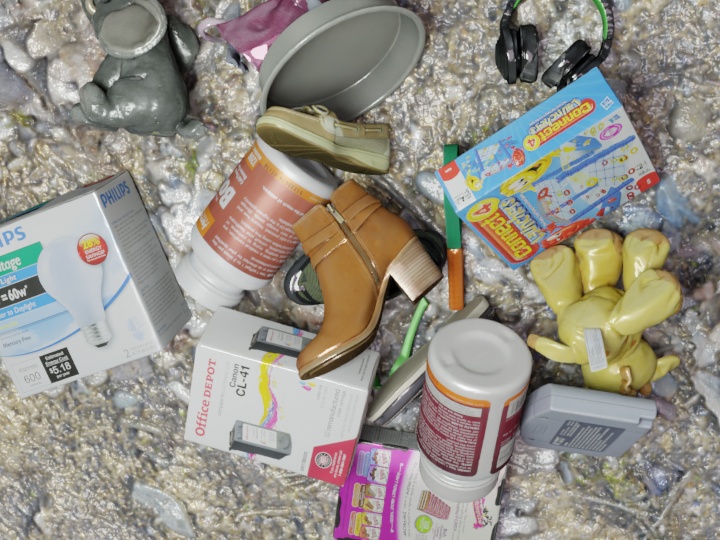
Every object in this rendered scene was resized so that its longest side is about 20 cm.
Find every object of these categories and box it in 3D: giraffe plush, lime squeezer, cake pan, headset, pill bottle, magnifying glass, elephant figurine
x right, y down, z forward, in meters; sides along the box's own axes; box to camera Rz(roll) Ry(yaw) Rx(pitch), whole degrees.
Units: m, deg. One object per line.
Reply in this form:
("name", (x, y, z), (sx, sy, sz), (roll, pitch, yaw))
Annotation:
("giraffe plush", (0.286, 0.073, 1.225), (0.172, 0.201, 0.162), (-2, 142, 27))
("lime squeezer", (0.015, 0.118, 1.324), (0.200, 0.038, 0.071), (-35, 98, 14))
("cake pan", (-0.024, -0.224, 1.172), (0.200, 0.200, 0.037), (-35, 68, 14))
("headset", (0.203, -0.226, 1.183), (0.123, 0.094, 0.201), (18, 97, 2))
("pill bottle", (-0.125, -0.052, 1.256), (0.112, 0.112, 0.200), (38, 105, -4))
("magnifying glass", (0.108, -0.048, 1.258), (0.022, 0.080, 0.201), (-2, 114, 9))
("pill bottle", (0.122, 0.161, 1.218), (0.113, 0.115, 0.201), (9, 131, 4))
("elephant figurine", (-0.252, -0.257, 1.219), (0.154, 0.141, 0.201), (8, 90, -25))

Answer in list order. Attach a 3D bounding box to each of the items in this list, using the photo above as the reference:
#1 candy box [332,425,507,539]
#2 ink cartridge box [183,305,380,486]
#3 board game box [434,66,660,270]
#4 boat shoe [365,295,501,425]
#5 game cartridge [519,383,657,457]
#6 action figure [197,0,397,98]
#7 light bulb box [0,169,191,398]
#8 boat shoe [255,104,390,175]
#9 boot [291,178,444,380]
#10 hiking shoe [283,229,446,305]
("candy box", (0.074, 0.276, 1.345), (0.199, 0.061, 0.137), (9, 103, 5))
("ink cartridge box", (-0.091, 0.145, 1.247), (0.199, 0.086, 0.148), (14, 121, 2))
("board game box", (0.206, -0.101, 1.166), (0.195, 0.200, 0.056), (-33, 61, 14))
("boat shoe", (0.092, 0.119, 1.274), (0.200, 0.073, 0.063), (-44, 100, -10))
("game cartridge", (0.251, 0.173, 1.241), (0.132, 0.200, 0.042), (12, 71, 5))
("action figure", (-0.060, -0.301, 1.206), (0.149, 0.134, 0.201), (38, 108, 25))
("light bulb box", (-0.339, 0.015, 1.292), (0.197, 0.125, 0.201), (-20, 102, 11))
("boat shoe", (-0.036, -0.153, 1.187), (0.073, 0.200, 0.064), (5, 85, 42))
("boot", (-0.028, 0.009, 1.181), (0.200, 0.074, 0.155), (-39, 79, -13))
("hiking shoe", (0.000, 0.000, 1.261), (0.199, 0.101, 0.076), (-15, 102, 10))
